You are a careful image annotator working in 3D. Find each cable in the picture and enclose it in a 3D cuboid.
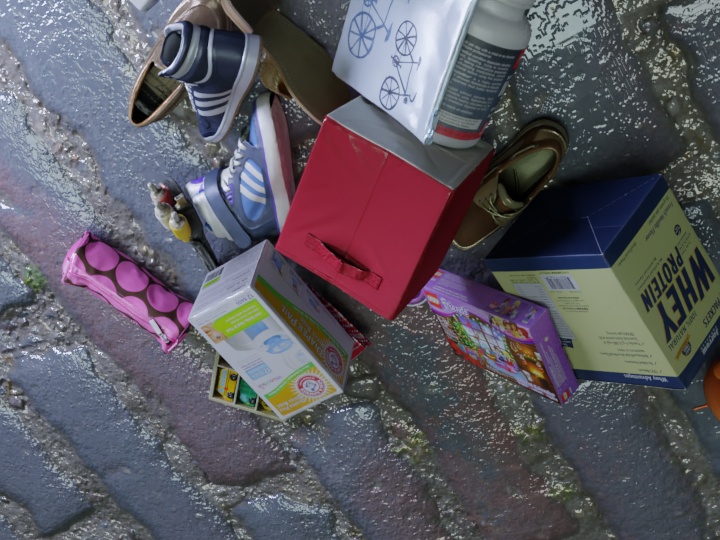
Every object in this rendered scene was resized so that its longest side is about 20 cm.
[{"bbox_3d":[-0.231,-0.045,1.299,0.050,0.097,0.201,-31,144,-12],"label":"cable"}]

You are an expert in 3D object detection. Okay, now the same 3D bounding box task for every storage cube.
[{"bbox_3d":[0.031,-0.087,1.153,0.169,0.200,0.182,31,122,10],"label":"storage cube"}]

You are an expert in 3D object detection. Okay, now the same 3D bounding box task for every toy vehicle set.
[{"bbox_3d":[-0.146,0.121,1.420,0.122,0.027,0.202,15,122,2],"label":"toy vehicle set"}]

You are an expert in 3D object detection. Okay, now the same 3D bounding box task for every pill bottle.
[{"bbox_3d":[0.121,-0.251,1.090,0.118,0.120,0.202,24,123,-4],"label":"pill bottle"}]

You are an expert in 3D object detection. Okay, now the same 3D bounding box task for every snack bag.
[{"bbox_3d":[0.050,-0.266,1.070,0.021,0.200,0.191,-5,125,-39],"label":"snack bag"}]

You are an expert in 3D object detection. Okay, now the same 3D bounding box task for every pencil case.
[{"bbox_3d":[-0.324,0.032,1.363,0.199,0.094,0.091,34,121,-9],"label":"pencil case"}]

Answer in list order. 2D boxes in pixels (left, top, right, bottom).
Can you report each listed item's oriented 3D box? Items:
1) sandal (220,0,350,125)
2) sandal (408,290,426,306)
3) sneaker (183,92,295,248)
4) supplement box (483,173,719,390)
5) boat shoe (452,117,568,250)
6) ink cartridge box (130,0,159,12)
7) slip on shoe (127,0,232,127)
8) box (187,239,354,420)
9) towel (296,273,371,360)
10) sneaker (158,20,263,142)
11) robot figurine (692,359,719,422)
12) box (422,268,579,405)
[{"bbox_3d":[-0.095,-0.251,1.178,0.212,0.078,0.069,50,149,-11],"label":"sandal"},{"bbox_3d":[0.002,-0.006,1.301,0.200,0.050,0.083,20,122,-1],"label":"sandal"},{"bbox_3d":[-0.162,-0.125,1.243,0.144,0.081,0.203,-2,126,7],"label":"sneaker"},{"bbox_3d":[0.293,0.016,1.155,0.201,0.134,0.199,53,154,-21],"label":"supplement box"},{"bbox_3d":[0.174,-0.099,1.197,0.075,0.074,0.201,34,121,-10],"label":"boat shoe"},{"bbox_3d":[-0.184,-0.392,1.049,0.084,0.146,0.199,42,119,-14],"label":"ink cartridge box"},{"bbox_3d":[-0.224,-0.254,1.190,0.076,0.061,0.200,40,120,-14],"label":"slip on shoe"},{"bbox_3d":[-0.111,0.081,1.281,0.111,0.102,0.201,-26,118,26],"label":"box"},{"bbox_3d":[-0.101,0.079,1.357,0.200,0.023,0.144,42,119,-16],"label":"towel"},{"bbox_3d":[-0.190,-0.222,1.150,0.107,0.071,0.200,9,156,-20],"label":"sneaker"},{"bbox_3d":[0.522,0.134,1.244,0.117,0.143,0.200,51,121,14],"label":"robot figurine"},{"bbox_3d":[0.173,0.081,1.242,0.199,0.039,0.138,22,148,50],"label":"box"}]
